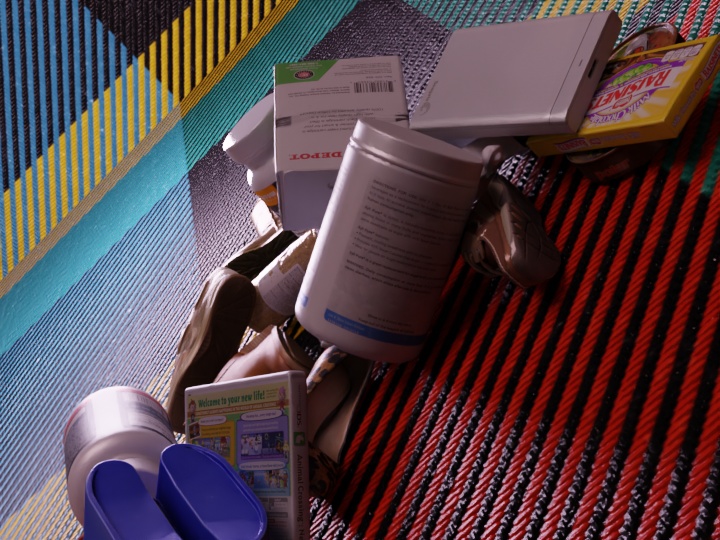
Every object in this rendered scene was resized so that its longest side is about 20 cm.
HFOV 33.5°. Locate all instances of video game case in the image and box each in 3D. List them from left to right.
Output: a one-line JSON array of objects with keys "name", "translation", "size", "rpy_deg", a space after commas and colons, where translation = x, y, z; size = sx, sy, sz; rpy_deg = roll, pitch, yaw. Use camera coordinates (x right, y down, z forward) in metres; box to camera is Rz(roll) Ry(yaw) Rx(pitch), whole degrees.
[{"name": "video game case", "translation": [-0.106, 0.191, 1.081], "size": [0.199, 0.022, 0.185], "rpy_deg": [-15, 74, 54]}]

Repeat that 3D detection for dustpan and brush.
[{"name": "dustpan and brush", "translation": [0.122, -0.100, 1.209], "size": [0.139, 0.057, 0.200], "rpy_deg": [-38, -18, -6]}]

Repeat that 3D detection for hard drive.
[{"name": "hard drive", "translation": [0.149, -0.191, 1.180], "size": [0.199, 0.027, 0.133], "rpy_deg": [4, 61, 47]}]

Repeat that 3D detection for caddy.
[{"name": "caddy", "translation": [-0.154, 0.235, 0.997], "size": [0.140, 0.106, 0.200], "rpy_deg": [-9, 27, -29]}]

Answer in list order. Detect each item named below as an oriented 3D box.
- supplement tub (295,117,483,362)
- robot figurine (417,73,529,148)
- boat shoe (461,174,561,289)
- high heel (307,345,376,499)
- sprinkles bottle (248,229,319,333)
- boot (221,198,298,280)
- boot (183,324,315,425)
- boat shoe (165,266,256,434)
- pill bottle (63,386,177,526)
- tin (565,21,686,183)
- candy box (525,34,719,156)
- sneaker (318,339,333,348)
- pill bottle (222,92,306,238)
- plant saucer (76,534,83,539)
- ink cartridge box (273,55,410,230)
[{"name": "supplement tub", "translation": [0.026, -0.028, 1.124], "size": [0.132, 0.131, 0.202], "rpy_deg": [-125, 53, -69]}, {"name": "robot figurine", "translation": [0.153, -0.194, 1.308], "size": [0.169, 0.114, 0.199], "rpy_deg": [-26, 3, -42]}, {"name": "boat shoe", "translation": [0.133, -0.023, 1.102], "size": [0.072, 0.076, 0.200], "rpy_deg": [-43, 12, 15]}, {"name": "high heel", "translation": [-0.022, 0.129, 1.112], "size": [0.143, 0.071, 0.200], "rpy_deg": [-45, 17, 0]}, {"name": "sprinkles bottle", "translation": [-0.067, 0.000, 1.398], "size": [0.200, 0.068, 0.069], "rpy_deg": [-41, 19, 37]}, {"name": "boot", "translation": [-0.132, -0.044, 1.654], "size": [0.174, 0.066, 0.200], "rpy_deg": [-32, 22, 2]}, {"name": "boot", "translation": [-0.124, 0.134, 1.281], "size": [0.155, 0.077, 0.200], "rpy_deg": [-47, 18, -7]}, {"name": "boat shoe", "translation": [-0.183, 0.095, 1.419], "size": [0.064, 0.071, 0.202], "rpy_deg": [26, 92, 56]}, {"name": "pill bottle", "translation": [-0.239, 0.205, 1.214], "size": [0.120, 0.120, 0.200], "rpy_deg": [-45, 21, 0]}, {"name": "tin", "translation": [0.260, -0.162, 1.153], "size": [0.111, 0.042, 0.201], "rpy_deg": [-21, 33, 41]}, {"name": "candy box", "translation": [0.240, -0.157, 1.097], "size": [0.103, 0.026, 0.199], "rpy_deg": [-57, 23, -16]}, {"name": "sneaker", "translation": [0.000, 0.000, 1.267], "size": [0.077, 0.078, 0.201], "rpy_deg": [3, 47, 27]}, {"name": "pill bottle", "translation": [-0.066, -0.111, 1.449], "size": [0.116, 0.200, 0.117], "rpy_deg": [-39, 21, 18]}, {"name": "plant saucer", "translation": [-0.259, 0.321, 1.257], "size": [0.200, 0.037, 0.200], "rpy_deg": [-41, 22, 16]}, {"name": "ink cartridge box", "translation": [-0.019, -0.139, 1.284], "size": [0.144, 0.085, 0.201], "rpy_deg": [-3, 43, -1]}]
